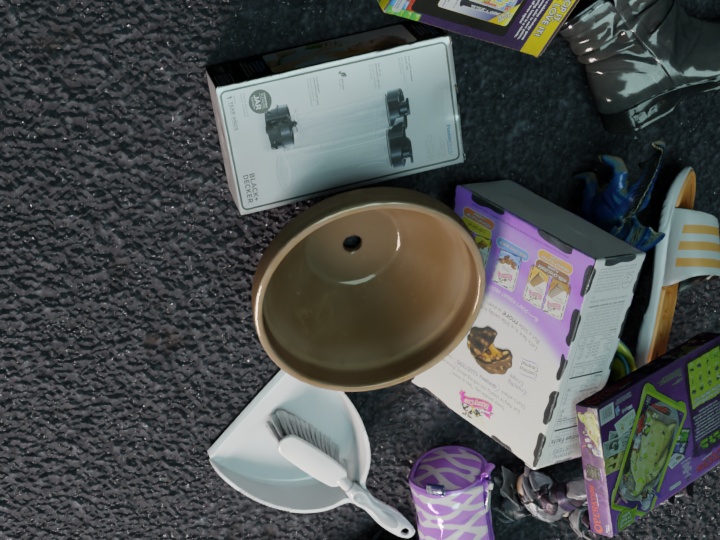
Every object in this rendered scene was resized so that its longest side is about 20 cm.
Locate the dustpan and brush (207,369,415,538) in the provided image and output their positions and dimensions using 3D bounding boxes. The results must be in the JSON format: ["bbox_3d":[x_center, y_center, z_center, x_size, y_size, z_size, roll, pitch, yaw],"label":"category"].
[{"bbox_3d":[-0.025,0.189,1.334,0.200,0.057,0.140,38,100,-27],"label":"dustpan and brush"}]

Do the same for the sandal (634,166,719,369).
[{"bbox_3d":[0.301,0.010,1.307,0.059,0.079,0.208,11,94,24],"label":"sandal"}]

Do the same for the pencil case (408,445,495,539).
[{"bbox_3d":[0.102,0.266,1.392,0.085,0.084,0.201,-1,120,18],"label":"pencil case"}]

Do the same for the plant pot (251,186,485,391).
[{"bbox_3d":[0.000,0.000,1.225,0.200,0.093,0.202,-8,128,-10],"label":"plant pot"}]

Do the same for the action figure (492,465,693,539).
[{"bbox_3d":[0.215,0.217,1.378,0.199,0.070,0.130,-20,154,30],"label":"action figure"}]

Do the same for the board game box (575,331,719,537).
[{"bbox_3d":[0.266,0.141,1.263,0.200,0.032,0.121,-21,104,-41],"label":"board game box"}]

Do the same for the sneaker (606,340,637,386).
[{"bbox_3d":[0.220,0.122,1.329,0.080,0.130,0.200,-43,120,-11],"label":"sneaker"}]

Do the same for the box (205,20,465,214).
[{"bbox_3d":[-0.019,-0.130,1.187,0.199,0.060,0.117,-15,117,-8],"label":"box"}]

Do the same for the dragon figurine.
[{"bbox_3d":[0.230,-0.047,1.254,0.059,0.200,0.100,5,75,-20],"label":"dragon figurine"}]

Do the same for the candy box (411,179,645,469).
[{"bbox_3d":[0.141,0.044,1.249,0.071,0.168,0.201,-8,120,-40],"label":"candy box"}]

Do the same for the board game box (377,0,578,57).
[{"bbox_3d":[0.122,-0.277,1.113,0.165,0.057,0.200,9,130,-34],"label":"board game box"}]

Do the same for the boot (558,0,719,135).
[{"bbox_3d":[0.275,-0.216,1.230,0.199,0.070,0.132,-30,114,-5],"label":"boot"}]

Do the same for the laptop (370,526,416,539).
[{"bbox_3d":[-0.019,0.366,1.450,0.200,0.116,0.188,-45,123,-25],"label":"laptop"}]
